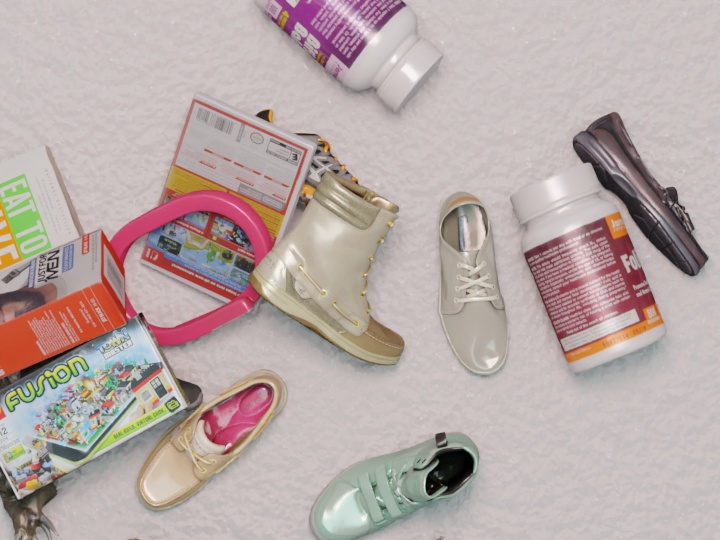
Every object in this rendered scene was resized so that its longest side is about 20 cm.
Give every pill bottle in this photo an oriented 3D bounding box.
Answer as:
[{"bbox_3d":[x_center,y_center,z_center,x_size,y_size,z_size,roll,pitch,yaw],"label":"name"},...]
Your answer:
[{"bbox_3d":[-0.010,-0.266,1.745,0.200,0.112,0.112,42,86,3],"label":"pill bottle"},{"bbox_3d":[0.239,-0.004,1.728,0.113,0.114,0.202,-22,87,-3],"label":"pill bottle"}]

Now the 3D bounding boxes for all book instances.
[{"bbox_3d":[-0.406,-0.037,1.756,0.198,0.048,0.135,-23,85,1],"label":"book"}]

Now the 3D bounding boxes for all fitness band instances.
[{"bbox_3d":[-0.185,-0.003,1.731,0.198,0.037,0.145,-25,95,20],"label":"fitness band"}]

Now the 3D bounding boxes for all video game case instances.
[{"bbox_3d":[-0.142,-0.070,1.726,0.142,0.017,0.202,24,110,8],"label":"video game case"}]

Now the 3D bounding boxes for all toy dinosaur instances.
[{"bbox_3d":[-0.364,0.188,1.725,0.101,0.077,0.203,4,89,-9],"label":"toy dinosaur"}]

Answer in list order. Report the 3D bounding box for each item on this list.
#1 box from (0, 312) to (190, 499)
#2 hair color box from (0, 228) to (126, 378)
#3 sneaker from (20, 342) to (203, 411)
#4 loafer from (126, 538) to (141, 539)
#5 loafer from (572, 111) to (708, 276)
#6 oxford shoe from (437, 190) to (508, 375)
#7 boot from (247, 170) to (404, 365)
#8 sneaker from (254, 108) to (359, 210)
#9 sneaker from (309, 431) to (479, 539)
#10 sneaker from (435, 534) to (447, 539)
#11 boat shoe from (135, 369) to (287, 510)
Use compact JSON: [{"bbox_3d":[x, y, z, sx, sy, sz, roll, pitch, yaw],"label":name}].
[{"bbox_3d":[-0.288,0.139,1.670,0.199,0.035,0.111,-29,92,0],"label":"box"},{"bbox_3d":[-0.344,0.043,1.680,0.198,0.111,0.064,-24,122,5],"label":"hair color box"},{"bbox_3d":[-0.262,0.102,1.730,0.198,0.075,0.080,13,83,0],"label":"sneaker"},{"bbox_3d":[-0.181,0.361,1.711,0.199,0.076,0.068,40,80,1],"label":"loafer"},{"bbox_3d":[0.316,-0.086,1.761,0.063,0.072,0.200,-40,84,-8],"label":"loafer"},{"bbox_3d":[0.119,0.013,1.754,0.074,0.058,0.203,-7,87,-4],"label":"oxford shoe"},{"bbox_3d":[0.000,0.000,1.701,0.199,0.072,0.155,32,99,-28],"label":"boot"},{"bbox_3d":[-0.049,-0.105,1.752,0.198,0.078,0.078,29,76,0],"label":"sneaker"},{"bbox_3d":[0.034,0.227,1.704,0.199,0.118,0.074,-28,88,-2],"label":"sneaker"},{"bbox_3d":[0.026,0.354,1.727,0.198,0.075,0.083,-26,72,-10],"label":"sneaker"},{"bbox_3d":[-0.163,0.178,1.728,0.200,0.069,0.074,-43,87,-4],"label":"boat shoe"}]
